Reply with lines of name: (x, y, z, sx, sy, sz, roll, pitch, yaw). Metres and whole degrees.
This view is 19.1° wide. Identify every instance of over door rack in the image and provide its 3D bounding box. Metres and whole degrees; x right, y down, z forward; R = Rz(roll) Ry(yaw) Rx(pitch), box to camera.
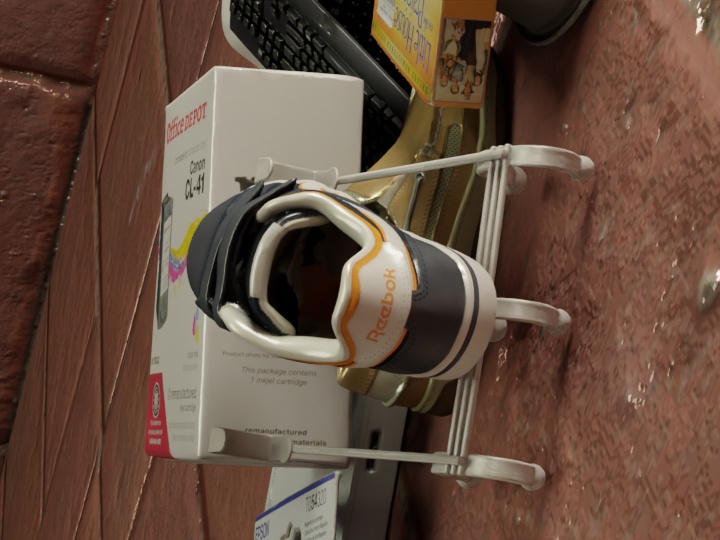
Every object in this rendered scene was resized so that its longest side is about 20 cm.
over door rack: (0.022, 0.020, 0.971, 0.200, 0.066, 0.148, 0, 78, 50)

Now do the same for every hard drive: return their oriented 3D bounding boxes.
hard drive: (-0.015, 0.101, 1.220, 0.200, 0.026, 0.132, 168, 113, -75)

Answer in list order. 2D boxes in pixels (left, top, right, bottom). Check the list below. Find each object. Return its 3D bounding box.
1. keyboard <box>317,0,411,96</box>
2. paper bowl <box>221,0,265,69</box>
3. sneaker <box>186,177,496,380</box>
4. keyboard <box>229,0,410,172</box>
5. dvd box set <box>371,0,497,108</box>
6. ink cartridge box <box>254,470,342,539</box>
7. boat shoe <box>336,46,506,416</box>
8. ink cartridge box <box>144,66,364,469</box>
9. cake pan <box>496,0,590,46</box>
keyboard: (0.000, -0.165, 1.211, 0.040, 0.104, 0.200, -48, -18, -54)
paper bowl: (-0.023, -0.197, 1.343, 0.201, 0.104, 0.201, -167, 90, -77)
sneaker: (-0.032, -0.003, 0.930, 0.200, 0.079, 0.079, 12, 89, 52)
keyboard: (-0.021, -0.092, 1.211, 0.200, 0.021, 0.127, 49, 151, 38)
dvd box set: (0.041, -0.190, 0.998, 0.146, 0.029, 0.201, -119, 33, -69)
ink cartridge box: (-0.024, 0.217, 1.106, 0.196, 0.043, 0.201, 139, 138, -71)
boat shoe: (0.024, -0.031, 1.057, 0.072, 0.076, 0.201, 128, 151, -63)
ink cartridge box: (-0.058, 0.003, 1.133, 0.148, 0.085, 0.201, 165, 107, -74)
cake pan: (0.091, -0.208, 1.012, 0.200, 0.037, 0.201, -169, 90, -77)
